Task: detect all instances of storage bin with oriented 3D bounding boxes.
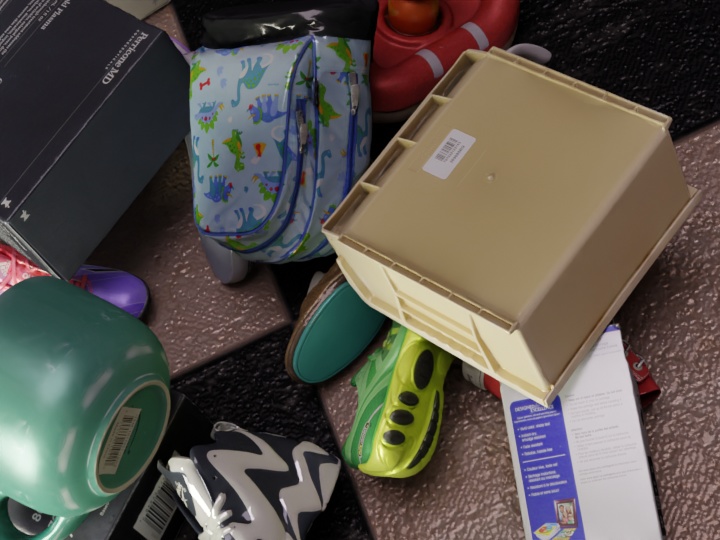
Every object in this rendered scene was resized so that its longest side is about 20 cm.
[{"bbox_3d":[0.107,-0.042,1.159,0.197,0.094,0.201,28,72,37],"label":"storage bin"}]

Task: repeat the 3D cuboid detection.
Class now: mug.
[{"bbox_3d":[-0.205,0.107,1.135,0.113,0.187,0.152,23,48,22],"label":"mug"}]

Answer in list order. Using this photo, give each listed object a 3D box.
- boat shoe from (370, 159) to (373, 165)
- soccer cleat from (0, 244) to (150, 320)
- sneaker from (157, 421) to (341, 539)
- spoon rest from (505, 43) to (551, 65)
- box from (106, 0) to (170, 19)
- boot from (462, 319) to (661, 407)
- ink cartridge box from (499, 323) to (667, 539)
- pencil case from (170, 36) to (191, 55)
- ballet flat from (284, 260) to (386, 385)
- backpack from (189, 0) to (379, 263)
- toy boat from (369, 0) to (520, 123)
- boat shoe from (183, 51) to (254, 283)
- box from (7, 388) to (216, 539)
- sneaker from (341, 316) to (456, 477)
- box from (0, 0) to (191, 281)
[{"bbox_3d":[-0.048,-0.117,1.354,0.072,0.068,0.201,-35,60,-4],"label":"boat shoe"},{"bbox_3d":[-0.276,0.014,1.352,0.197,0.073,0.069,7,66,20],"label":"soccer cleat"},{"bbox_3d":[-0.103,0.194,1.164,0.128,0.080,0.201,25,56,-2],"label":"sneaker"},{"bbox_3d":[0.118,-0.102,1.295,0.099,0.060,0.202,-20,52,41],"label":"spoon rest"},{"bbox_3d":[-0.268,-0.320,1.515,0.094,0.078,0.201,-32,60,-2],"label":"box"},{"bbox_3d":[0.185,0.026,1.215,0.143,0.072,0.202,25,81,25],"label":"boot"},{"bbox_3d":[0.162,0.147,1.141,0.098,0.039,0.203,-11,81,16],"label":"ink cartridge box"},{"bbox_3d":[-0.214,-0.116,1.392,0.083,0.086,0.201,22,73,40],"label":"pencil case"},{"bbox_3d":[0.000,0.000,1.280,0.201,0.068,0.072,-55,34,3],"label":"ballet flat"},{"bbox_3d":[-0.064,-0.106,1.258,0.162,0.203,0.153,5,19,38],"label":"backpack"},{"bbox_3d":[0.046,-0.225,1.330,0.199,0.132,0.130,-34,58,-26],"label":"toy boat"},{"bbox_3d":[-0.109,-0.091,1.355,0.065,0.070,0.203,-7,75,-26],"label":"boat shoe"},{"bbox_3d":[-0.232,0.146,1.255,0.198,0.105,0.149,21,72,25],"label":"box"},{"bbox_3d":[0.032,0.068,1.229,0.083,0.074,0.201,-12,42,41],"label":"sneaker"},{"bbox_3d":[-0.259,-0.125,1.300,0.181,0.104,0.201,31,77,33],"label":"box"}]
